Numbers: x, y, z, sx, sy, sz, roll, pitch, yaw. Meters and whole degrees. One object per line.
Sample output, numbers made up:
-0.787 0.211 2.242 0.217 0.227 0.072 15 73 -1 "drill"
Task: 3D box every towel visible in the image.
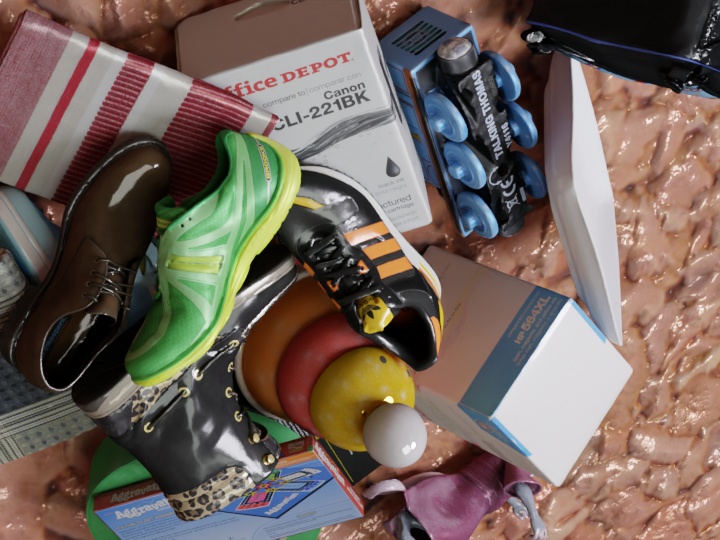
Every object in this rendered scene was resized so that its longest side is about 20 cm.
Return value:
-0.318 0.080 1.348 0.200 0.035 0.193 -20 131 6 "towel"
-0.178 -0.099 1.283 0.200 0.023 0.144 20 128 -21 "towel"

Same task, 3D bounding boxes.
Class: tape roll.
-0.132 0.194 1.503 0.200 0.048 0.201 -1 137 -1 "tape roll"

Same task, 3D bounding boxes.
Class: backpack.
0.260 -0.212 1.435 0.200 0.182 0.135 7 101 -50 "backpack"

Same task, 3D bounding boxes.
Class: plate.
0.187 -0.068 1.497 0.032 0.200 0.200 -10 133 14 "plate"

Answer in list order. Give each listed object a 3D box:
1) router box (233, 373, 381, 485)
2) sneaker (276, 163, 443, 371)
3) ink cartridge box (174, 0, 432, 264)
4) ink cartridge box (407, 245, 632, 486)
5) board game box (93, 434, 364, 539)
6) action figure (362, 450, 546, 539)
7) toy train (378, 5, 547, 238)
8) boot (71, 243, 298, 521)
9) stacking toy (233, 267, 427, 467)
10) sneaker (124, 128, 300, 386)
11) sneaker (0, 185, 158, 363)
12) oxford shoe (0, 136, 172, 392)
-0.061 0.129 1.556 0.149 0.051 0.200 -36 133 -7 "router box"
0.000 0.000 1.340 0.070 0.090 0.200 -34 127 19 "sneaker"
-0.042 -0.112 1.352 0.144 0.084 0.200 -17 131 6 "ink cartridge box"
0.107 0.076 1.537 0.125 0.200 0.129 -55 134 -11 "ink cartridge box"
-0.108 0.194 1.455 0.200 0.019 0.103 -17 137 16 "board game box"
0.111 0.210 1.711 0.200 0.134 0.149 -40 91 -17 "action figure"
0.082 -0.115 1.431 0.087 0.114 0.200 -38 134 -17 "toy train"
-0.107 0.087 1.363 0.200 0.073 0.151 -40 120 -17 "boot"
-0.001 0.097 1.404 0.146 0.200 0.146 -14 122 -23 "stacking toy"
-0.121 -0.012 1.261 0.083 0.074 0.200 30 85 -22 "sneaker"
-0.202 -0.013 1.365 0.131 0.079 0.200 -44 123 -20 "sneaker"
-0.182 0.000 1.269 0.073 0.084 0.200 21 99 -38 "oxford shoe"
